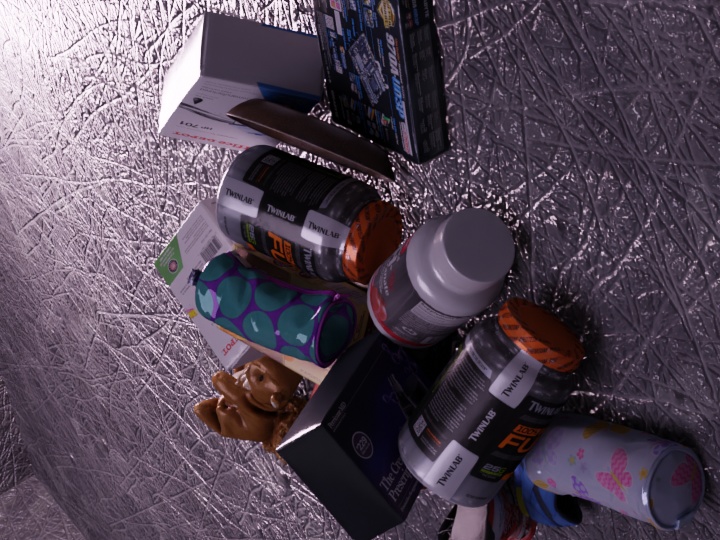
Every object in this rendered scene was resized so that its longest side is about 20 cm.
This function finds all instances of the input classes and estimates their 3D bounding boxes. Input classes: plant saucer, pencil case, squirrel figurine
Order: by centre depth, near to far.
[{"bbox_3d":[0.253,0.202,1.363,0.200,0.083,0.091,7,101,58],"label":"pencil case"},{"bbox_3d":[-0.050,-0.146,1.474,0.200,0.200,0.032,21,91,52],"label":"plant saucer"},{"bbox_3d":[-0.101,0.041,1.555,0.199,0.085,0.093,20,104,32],"label":"pencil case"},{"bbox_3d":[-0.126,0.196,2.021,0.200,0.142,0.187,48,144,-5],"label":"squirrel figurine"}]

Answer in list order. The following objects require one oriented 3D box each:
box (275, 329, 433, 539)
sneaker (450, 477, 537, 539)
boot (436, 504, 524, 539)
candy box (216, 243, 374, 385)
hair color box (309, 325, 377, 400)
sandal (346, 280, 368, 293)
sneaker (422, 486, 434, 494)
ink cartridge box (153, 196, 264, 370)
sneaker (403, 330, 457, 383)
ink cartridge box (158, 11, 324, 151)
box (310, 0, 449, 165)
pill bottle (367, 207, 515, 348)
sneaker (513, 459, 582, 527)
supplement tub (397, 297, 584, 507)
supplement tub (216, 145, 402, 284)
[{"bbox_3d":[0.012,0.176,1.464,0.079,0.200,0.141,-36,101,34],"label":"box"},{"bbox_3d":[0.160,0.290,1.536,0.108,0.067,0.202,37,-160,-17],"label":"sneaker"},{"bbox_3d":[0.133,0.306,1.665,0.201,0.097,0.075,64,155,-5],"label":"boot"},{"bbox_3d":[-0.079,0.053,1.629,0.199,0.055,0.116,27,113,32],"label":"candy box"},{"bbox_3d":[0.001,0.142,1.735,0.101,0.061,0.200,21,149,-3],"label":"hair color box"},{"bbox_3d":[0.000,0.000,1.646,0.200,0.054,0.080,22,167,48],"label":"sandal"},{"bbox_3d":[0.057,0.235,1.690,0.071,0.113,0.200,22,149,-13],"label":"sneaker"},{"bbox_3d":[-0.181,0.016,1.902,0.200,0.084,0.145,53,126,16],"label":"ink cartridge box"},{"bbox_3d":[0.106,0.129,1.572,0.200,0.073,0.112,33,118,11],"label":"sneaker"},{"bbox_3d":[-0.142,-0.214,1.575,0.200,0.146,0.086,144,132,-63],"label":"ink cartridge box"},{"bbox_3d":[0.017,-0.227,1.406,0.159,0.046,0.201,31,141,45],"label":"box"},{"bbox_3d":[0.088,0.006,1.437,0.111,0.110,0.200,58,153,6],"label":"pill bottle"},{"bbox_3d":[0.202,0.196,1.483,0.078,0.066,0.201,8,124,46],"label":"sneaker"},{"bbox_3d":[0.136,0.134,1.384,0.123,0.122,0.200,45,115,28],"label":"supplement tub"},{"bbox_3d":[-0.059,-0.062,1.572,0.199,0.123,0.123,23,137,28],"label":"supplement tub"}]
